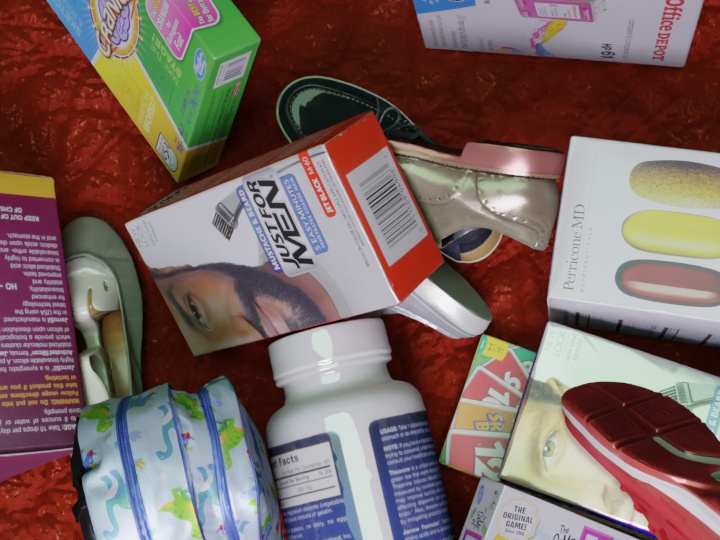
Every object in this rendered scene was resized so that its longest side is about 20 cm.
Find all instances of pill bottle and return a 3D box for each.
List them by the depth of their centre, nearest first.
[{"bbox_3d":[-0.001,0.139,0.833,0.110,0.111,0.202,-14,81,6],"label":"pill bottle"}]

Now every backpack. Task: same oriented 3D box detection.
[{"bbox_3d":[-0.112,0.149,0.786,0.153,0.200,0.164,-20,56,14],"label":"backpack"}]

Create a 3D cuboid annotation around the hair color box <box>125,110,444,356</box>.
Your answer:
[{"bbox_3d":[-0.055,-0.019,0.831,0.199,0.064,0.112,-17,105,43],"label":"hair color box"}]

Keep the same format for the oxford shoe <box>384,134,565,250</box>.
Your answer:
[{"bbox_3d":[0.034,-0.051,0.827,0.198,0.070,0.076,7,98,24],"label":"oxford shoe"}]

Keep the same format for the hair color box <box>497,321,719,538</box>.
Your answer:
[{"bbox_3d":[0.199,0.118,0.811,0.198,0.065,0.110,18,83,12],"label":"hair color box"}]

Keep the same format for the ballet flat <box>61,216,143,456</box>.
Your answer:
[{"bbox_3d":[-0.192,0.051,0.910,0.067,0.064,0.202,-12,77,6],"label":"ballet flat"}]

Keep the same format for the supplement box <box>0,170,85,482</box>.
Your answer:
[{"bbox_3d":[-0.278,0.043,0.879,0.130,0.103,0.202,-23,73,39],"label":"supplement box"}]

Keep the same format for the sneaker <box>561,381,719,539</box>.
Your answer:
[{"bbox_3d":[0.181,0.155,0.726,0.078,0.200,0.117,-8,119,-29],"label":"sneaker"}]

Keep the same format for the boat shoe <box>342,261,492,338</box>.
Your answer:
[{"bbox_3d":[-0.001,0.000,0.895,0.200,0.070,0.072,34,107,12],"label":"boat shoe"}]

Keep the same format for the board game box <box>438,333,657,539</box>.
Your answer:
[{"bbox_3d":[0.162,0.122,0.861,0.198,0.030,0.096,19,82,9],"label":"board game box"}]

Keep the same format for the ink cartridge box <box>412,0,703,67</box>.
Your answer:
[{"bbox_3d":[0.139,-0.210,0.866,0.198,0.145,0.086,5,80,10],"label":"ink cartridge box"}]

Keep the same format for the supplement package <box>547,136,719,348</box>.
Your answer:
[{"bbox_3d":[0.230,-0.011,0.832,0.198,0.110,0.115,7,80,10],"label":"supplement package"}]

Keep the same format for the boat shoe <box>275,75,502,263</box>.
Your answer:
[{"bbox_3d":[0.019,-0.080,0.904,0.200,0.062,0.075,39,89,15],"label":"boat shoe"}]

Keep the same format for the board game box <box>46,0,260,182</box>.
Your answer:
[{"bbox_3d":[-0.159,-0.186,0.907,0.040,0.153,0.201,-28,73,-30],"label":"board game box"}]

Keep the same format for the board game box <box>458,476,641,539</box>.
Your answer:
[{"bbox_3d":[0.142,0.229,0.788,0.199,0.034,0.136,24,82,-19],"label":"board game box"}]
